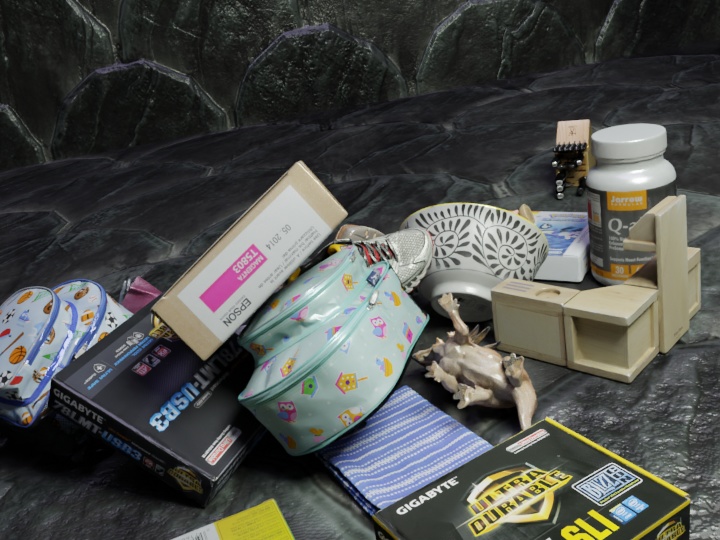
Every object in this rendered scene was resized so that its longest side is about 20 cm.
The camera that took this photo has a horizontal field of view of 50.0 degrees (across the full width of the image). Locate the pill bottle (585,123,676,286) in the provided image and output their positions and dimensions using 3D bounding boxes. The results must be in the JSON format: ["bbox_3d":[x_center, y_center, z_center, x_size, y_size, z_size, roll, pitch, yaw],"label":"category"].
[{"bbox_3d":[0.363,-0.086,1.036,0.115,0.202,0.117,-9,21,4],"label":"pill bottle"}]

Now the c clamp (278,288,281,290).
[{"bbox_3d":[-0.081,0.022,1.002,0.197,0.027,0.171,5,17,-8],"label":"c clamp"}]

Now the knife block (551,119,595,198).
[{"bbox_3d":[0.415,-0.192,1.498,0.063,0.178,0.200,1,-22,23],"label":"knife block"}]

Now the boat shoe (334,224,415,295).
[{"bbox_3d":[0.011,-0.009,1.057,0.071,0.200,0.076,23,79,33],"label":"boat shoe"}]

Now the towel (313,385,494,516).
[{"bbox_3d":[0.040,0.176,0.765,0.143,0.024,0.200,-19,23,-24],"label":"towel"}]

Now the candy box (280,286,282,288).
[{"bbox_3d":[-0.055,0.049,1.082,0.114,0.056,0.200,-9,21,-4],"label":"candy box"}]

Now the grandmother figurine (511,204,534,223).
[{"bbox_3d":[0.157,-0.029,1.111,0.199,0.123,0.060,-26,-13,24],"label":"grandmother figurine"}]

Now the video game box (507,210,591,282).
[{"bbox_3d":[0.267,-0.042,1.186,0.198,0.047,0.182,4,23,32],"label":"video game box"}]

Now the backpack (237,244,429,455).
[{"bbox_3d":[-0.035,0.083,0.788,0.175,0.154,0.201,-32,19,27],"label":"backpack"}]

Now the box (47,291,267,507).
[{"bbox_3d":[-0.191,0.128,0.832,0.197,0.050,0.200,29,33,10],"label":"box"}]

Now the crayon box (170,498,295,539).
[{"bbox_3d":[-0.089,0.262,0.565,0.126,0.051,0.200,-17,22,-17],"label":"crayon box"}]

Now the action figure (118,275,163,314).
[{"bbox_3d":[-0.231,0.088,0.997,0.198,0.134,0.150,20,62,12],"label":"action figure"}]

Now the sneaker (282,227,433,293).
[{"bbox_3d":[0.000,0.000,0.915,0.198,0.083,0.078,-26,57,-15],"label":"sneaker"}]

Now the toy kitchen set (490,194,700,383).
[{"bbox_3d":[0.281,-0.003,0.913,0.179,0.165,0.199,11,29,43],"label":"toy kitchen set"}]

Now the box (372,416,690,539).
[{"bbox_3d":[0.134,0.205,0.615,0.198,0.050,0.159,-21,25,-26],"label":"box"}]

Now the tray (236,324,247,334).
[{"bbox_3d":[-0.151,0.121,0.941,0.198,0.022,0.108,-13,58,-8],"label":"tray"}]

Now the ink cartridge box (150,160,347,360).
[{"bbox_3d":[-0.110,-0.010,0.795,0.200,0.075,0.165,-45,5,-3],"label":"ink cartridge box"}]

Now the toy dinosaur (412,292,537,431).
[{"bbox_3d":[0.135,0.110,0.825,0.200,0.135,0.086,38,91,36],"label":"toy dinosaur"}]

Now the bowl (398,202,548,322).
[{"bbox_3d":[0.139,0.006,0.998,0.198,0.201,0.095,0,62,24],"label":"bowl"}]

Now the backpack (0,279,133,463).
[{"bbox_3d":[-0.357,0.101,0.901,0.198,0.155,0.191,5,50,34],"label":"backpack"}]
